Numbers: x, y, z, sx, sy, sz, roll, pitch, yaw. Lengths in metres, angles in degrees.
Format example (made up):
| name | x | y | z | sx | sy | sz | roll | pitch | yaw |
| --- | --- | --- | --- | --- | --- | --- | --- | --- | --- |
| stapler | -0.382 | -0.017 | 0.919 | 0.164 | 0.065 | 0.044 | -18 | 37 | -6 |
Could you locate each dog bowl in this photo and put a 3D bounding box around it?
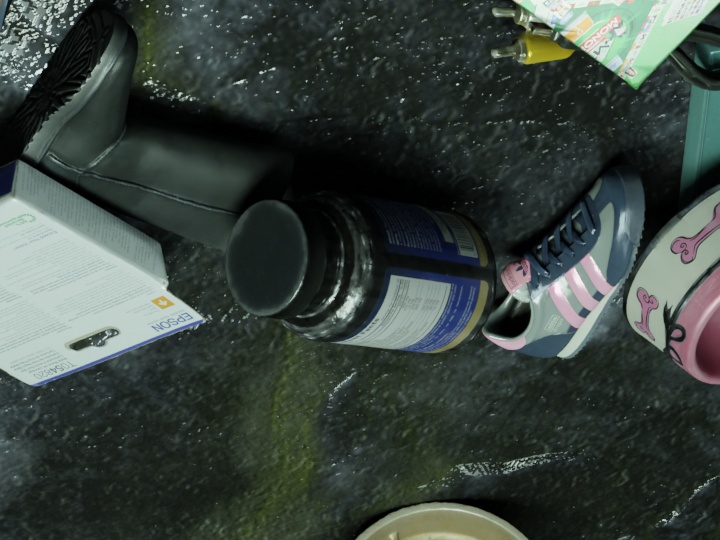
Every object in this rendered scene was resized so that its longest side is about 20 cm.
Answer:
| name | x | y | z | sx | sy | sz | roll | pitch | yaw |
| --- | --- | --- | --- | --- | --- | --- | --- | --- | --- |
| dog bowl | 0.309 | 0.008 | 1.923 | 0.200 | 0.074 | 0.200 | -22 | 145 | -17 |

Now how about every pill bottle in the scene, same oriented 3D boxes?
| name | x | y | z | sx | sy | sz | roll | pitch | yaw |
| --- | --- | --- | --- | --- | --- | --- | --- | --- | --- |
| pill bottle | 0.000 | 0.000 | 1.811 | 0.200 | 0.112 | 0.112 | 9 | 136 | -46 |

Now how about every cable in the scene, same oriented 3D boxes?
| name | x | y | z | sx | sy | sz | roll | pitch | yaw |
| --- | --- | --- | --- | --- | --- | --- | --- | --- | --- |
| cable | 0.194 | -0.183 | 1.762 | 0.200 | 0.050 | 0.097 | 4 | 122 | -25 |

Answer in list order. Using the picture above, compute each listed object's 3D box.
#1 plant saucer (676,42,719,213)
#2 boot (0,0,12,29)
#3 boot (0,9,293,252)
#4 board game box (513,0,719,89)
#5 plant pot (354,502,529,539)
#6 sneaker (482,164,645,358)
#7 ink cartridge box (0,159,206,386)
| name | x | y | z | sx | sy | sz | roll | pitch | yaw |
| --- | --- | --- | --- | --- | --- | --- | --- | --- | --- |
| plant saucer | 0.285 | -0.106 | 1.878 | 0.070 | 0.019 | 0.200 | -8 | 138 | -6 |
| boot | -0.293 | -0.161 | 1.649 | 0.097 | 0.075 | 0.200 | 19 | 130 | -8 |
| boot | -0.133 | -0.096 | 1.744 | 0.200 | 0.066 | 0.165 | 20 | 136 | -27 |
| board game box | 0.196 | -0.228 | 1.644 | 0.134 | 0.029 | 0.200 | 34 | 126 | -14 |
| plant pot | 0.070 | 0.337 | 2.188 | 0.200 | 0.201 | 0.184 | -8 | 149 | -6 |
| sneaker | 0.158 | -0.004 | 1.915 | 0.082 | 0.070 | 0.200 | 4 | 133 | -20 |
| ink cartridge box | -0.247 | 0.006 | 1.805 | 0.199 | 0.041 | 0.200 | -21 | 140 | 35 |
